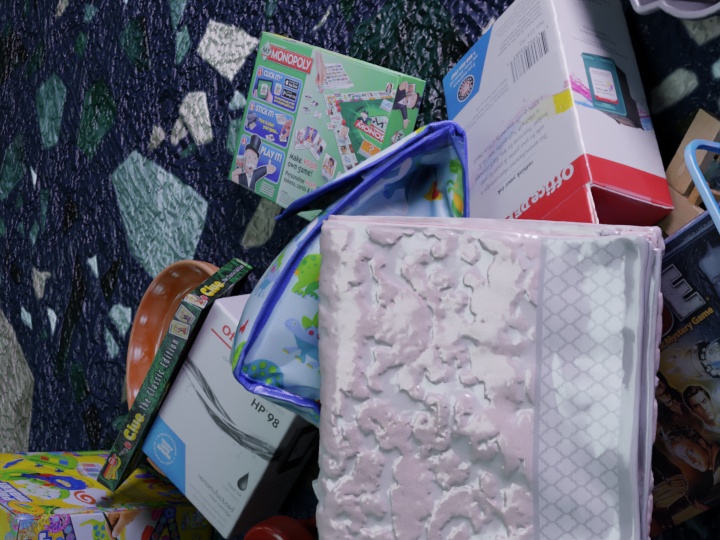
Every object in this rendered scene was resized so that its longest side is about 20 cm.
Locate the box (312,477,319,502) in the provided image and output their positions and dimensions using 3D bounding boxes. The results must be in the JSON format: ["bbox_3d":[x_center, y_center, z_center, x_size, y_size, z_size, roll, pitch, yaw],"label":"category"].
[{"bbox_3d":[0.073,0.194,0.742,0.112,0.101,0.201,-32,76,44],"label":"box"}]

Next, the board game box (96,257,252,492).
[{"bbox_3d":[-0.158,0.088,1.030,0.023,0.105,0.201,31,116,4],"label":"board game box"}]

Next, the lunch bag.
[{"bbox_3d":[0.000,0.000,0.785,0.201,0.127,0.170,-60,6,-4],"label":"lunch bag"}]

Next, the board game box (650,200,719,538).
[{"bbox_3d":[0.173,0.063,0.676,0.136,0.035,0.200,52,130,5],"label":"board game box"}]

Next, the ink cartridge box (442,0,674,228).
[{"bbox_3d":[0.118,-0.064,0.742,0.116,0.067,0.201,-43,43,47],"label":"ink cartridge box"}]

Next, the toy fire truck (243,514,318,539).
[{"bbox_3d":[-0.025,0.262,0.897,0.200,0.112,0.168,-44,72,40],"label":"toy fire truck"}]

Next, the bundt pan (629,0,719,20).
[{"bbox_3d":[0.215,-0.231,0.670,0.201,0.075,0.203,-9,78,49],"label":"bundt pan"}]

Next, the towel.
[{"bbox_3d":[0.064,0.072,0.653,0.190,0.032,0.202,2,92,22],"label":"towel"}]

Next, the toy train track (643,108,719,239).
[{"bbox_3d":[0.171,0.001,0.725,0.201,0.032,0.115,-65,30,22],"label":"toy train track"}]

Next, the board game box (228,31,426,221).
[{"bbox_3d":[-0.034,-0.112,1.000,0.200,0.029,0.135,29,107,49],"label":"board game box"}]

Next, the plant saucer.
[{"bbox_3d":[-0.156,0.092,1.124,0.200,0.032,0.202,-10,78,50],"label":"plant saucer"}]

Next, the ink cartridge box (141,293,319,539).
[{"bbox_3d":[-0.085,0.099,0.980,0.116,0.067,0.201,40,116,24],"label":"ink cartridge box"}]

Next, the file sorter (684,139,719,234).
[{"bbox_3d":[0.271,-0.056,0.547,0.200,0.122,0.139,-43,55,39],"label":"file sorter"}]

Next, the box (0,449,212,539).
[{"bbox_3d":[-0.273,0.250,1.122,0.199,0.192,0.123,13,96,51],"label":"box"}]
